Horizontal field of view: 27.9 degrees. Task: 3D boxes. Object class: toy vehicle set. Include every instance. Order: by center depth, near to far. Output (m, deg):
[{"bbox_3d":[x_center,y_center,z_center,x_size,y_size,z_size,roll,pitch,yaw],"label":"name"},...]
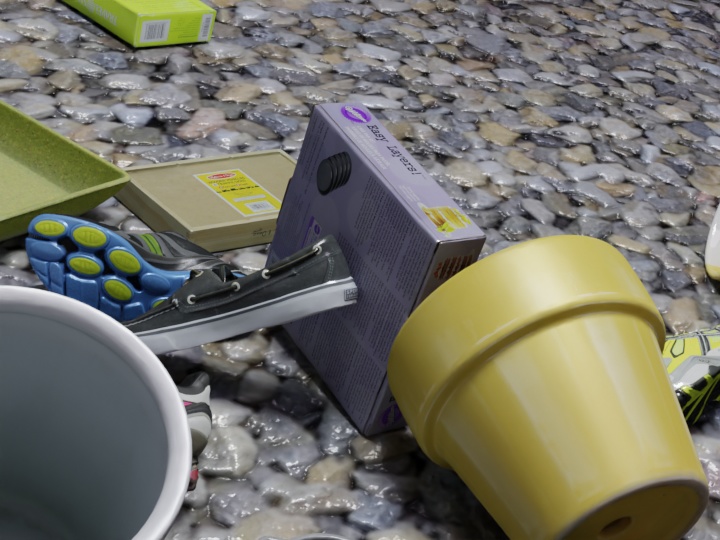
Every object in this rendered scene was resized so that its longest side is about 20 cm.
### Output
[{"bbox_3d":[-0.118,-0.068,1.377,0.200,0.027,0.124,-11,37,-41],"label":"toy vehicle set"}]

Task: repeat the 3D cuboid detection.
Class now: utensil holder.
[{"bbox_3d":[-0.189,0.134,0.734,0.170,0.200,0.170,11,49,-14],"label":"utensil holder"}]

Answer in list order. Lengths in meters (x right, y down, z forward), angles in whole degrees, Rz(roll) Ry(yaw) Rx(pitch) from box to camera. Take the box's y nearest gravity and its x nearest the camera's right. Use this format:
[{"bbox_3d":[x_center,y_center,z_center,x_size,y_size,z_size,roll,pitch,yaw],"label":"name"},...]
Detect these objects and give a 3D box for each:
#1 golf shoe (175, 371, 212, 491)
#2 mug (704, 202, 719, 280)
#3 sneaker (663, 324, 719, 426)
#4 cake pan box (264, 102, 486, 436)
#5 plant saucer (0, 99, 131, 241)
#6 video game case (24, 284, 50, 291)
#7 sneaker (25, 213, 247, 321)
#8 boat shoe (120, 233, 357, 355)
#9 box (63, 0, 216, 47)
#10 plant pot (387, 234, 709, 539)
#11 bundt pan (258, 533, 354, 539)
[{"bbox_3d":[-0.190,0.079,0.947,0.200,0.092,0.073,23,-22,-29],"label":"golf shoe"},{"bbox_3d":[0.454,-0.017,1.499,0.153,0.187,0.149,22,-6,-6],"label":"mug"},{"bbox_3d":[0.294,0.076,1.271,0.076,0.075,0.200,33,31,30],"label":"sneaker"},{"bbox_3d":[0.000,0.000,1.124,0.052,0.200,0.184,-6,39,-33],"label":"cake pan box"},{"bbox_3d":[-0.340,-0.081,1.266,0.200,0.048,0.200,29,30,25],"label":"plant saucer"},{"bbox_3d":[-0.262,0.077,1.038,0.182,0.023,0.200,-9,36,-38],"label":"video game case"},{"bbox_3d":[-0.177,0.002,1.168,0.200,0.071,0.083,16,12,-26],"label":"sneaker"},{"bbox_3d":[-0.101,0.022,1.096,0.200,0.057,0.069,-15,0,9],"label":"boat shoe"},{"bbox_3d":[-0.286,-0.334,1.762,0.200,0.048,0.122,35,32,33],"label":"box"},{"bbox_3d":[0.143,0.110,1.024,0.201,0.201,0.189,-2,48,-29],"label":"plant pot"},{"bbox_3d":[-0.012,0.239,0.806,0.202,0.076,0.202,12,28,-6],"label":"bundt pan"}]
